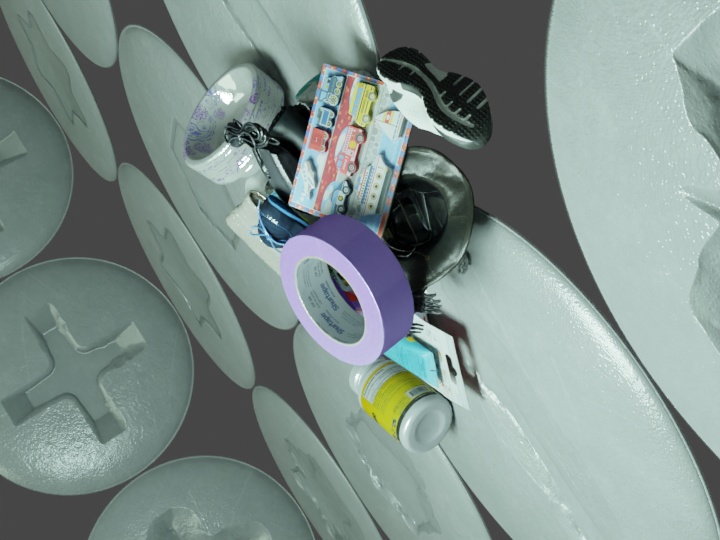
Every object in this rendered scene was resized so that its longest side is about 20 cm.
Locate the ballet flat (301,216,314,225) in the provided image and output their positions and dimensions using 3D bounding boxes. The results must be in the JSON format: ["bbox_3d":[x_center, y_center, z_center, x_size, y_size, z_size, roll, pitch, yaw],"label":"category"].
[{"bbox_3d":[-0.054,-0.028,1.660,0.200,0.067,0.067,47,146,-9],"label":"ballet flat"}]

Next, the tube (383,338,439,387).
[{"bbox_3d":[0.056,0.122,1.695,0.199,0.050,0.078,32,151,41],"label":"tube"}]

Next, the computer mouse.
[{"bbox_3d":[-0.114,-0.136,1.472,0.199,0.053,0.138,39,170,-25],"label":"computer mouse"}]

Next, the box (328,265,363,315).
[{"bbox_3d":[0.000,0.000,1.581,0.039,0.199,0.137,-47,72,31],"label":"box"}]

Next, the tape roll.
[{"bbox_3d":[-0.021,0.027,1.393,0.199,0.065,0.202,31,139,31],"label":"tape roll"}]

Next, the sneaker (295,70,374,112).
[{"bbox_3d":[-0.014,-0.234,1.470,0.091,0.078,0.200,50,169,-29],"label":"sneaker"}]

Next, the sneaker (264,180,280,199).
[{"bbox_3d":[-0.089,-0.157,1.624,0.095,0.201,0.079,34,127,-14],"label":"sneaker"}]

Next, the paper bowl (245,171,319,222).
[{"bbox_3d":[-0.129,-0.123,1.803,0.201,0.104,0.202,47,157,27],"label":"paper bowl"}]

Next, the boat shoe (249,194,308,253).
[{"bbox_3d":[-0.117,-0.059,1.526,0.084,0.069,0.200,40,179,10],"label":"boat shoe"}]

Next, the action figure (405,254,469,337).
[{"bbox_3d":[0.092,0.011,1.473,0.101,0.201,0.120,22,129,-4],"label":"action figure"}]

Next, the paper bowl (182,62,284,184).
[{"bbox_3d":[-0.202,-0.239,1.722,0.104,0.202,0.200,32,176,-33],"label":"paper bowl"}]

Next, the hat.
[{"bbox_3d":[0.079,-0.070,1.393,0.198,0.081,0.204,2,95,30],"label":"hat"}]

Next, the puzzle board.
[{"bbox_3d":[-0.012,-0.161,1.376,0.149,0.017,0.202,21,105,23],"label":"puzzle board"}]

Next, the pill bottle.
[{"bbox_3d":[0.067,0.234,1.853,0.200,0.112,0.113,36,151,47],"label":"pill bottle"}]

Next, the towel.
[{"bbox_3d":[-0.138,-0.043,1.736,0.200,0.035,0.132,43,149,-8],"label":"towel"}]

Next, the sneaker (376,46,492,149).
[{"bbox_3d":[0.099,-0.201,1.248,0.200,0.073,0.080,48,169,41],"label":"sneaker"}]

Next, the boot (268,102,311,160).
[{"bbox_3d":[-0.057,-0.169,1.517,0.168,0.077,0.200,38,178,3],"label":"boot"}]

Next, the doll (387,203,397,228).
[{"bbox_3d":[0.039,-0.090,1.510,0.137,0.048,0.202,-92,5,-49],"label":"doll"}]

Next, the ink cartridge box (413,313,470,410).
[{"bbox_3d":[0.116,0.120,1.681,0.199,0.047,0.161,30,145,48],"label":"ink cartridge box"}]
